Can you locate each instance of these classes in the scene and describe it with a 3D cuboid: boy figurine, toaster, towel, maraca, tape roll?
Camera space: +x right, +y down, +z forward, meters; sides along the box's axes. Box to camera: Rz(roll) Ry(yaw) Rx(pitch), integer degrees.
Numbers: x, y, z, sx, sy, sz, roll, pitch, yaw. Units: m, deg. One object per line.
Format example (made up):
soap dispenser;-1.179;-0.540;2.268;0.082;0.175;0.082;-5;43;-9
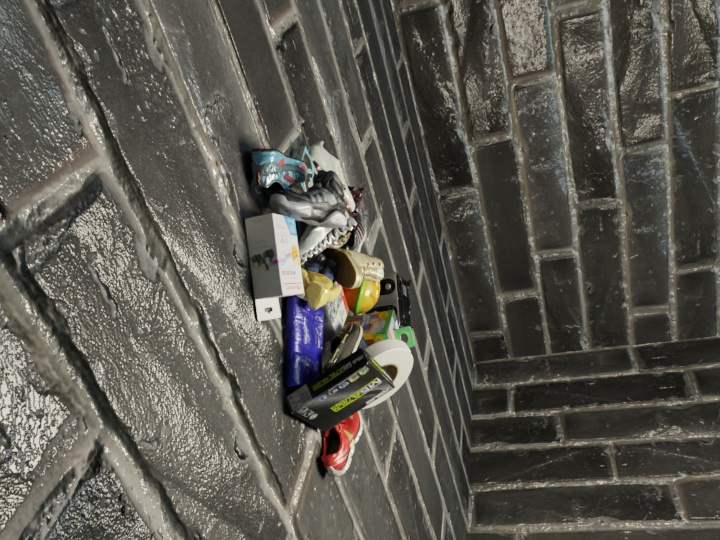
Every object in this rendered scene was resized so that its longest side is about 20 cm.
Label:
boy figurine;-0.100;0.025;1.421;0.065;0.123;0.201;-58;-172;18
toaster;0.096;0.109;1.999;0.200;0.116;0.185;32;52;-67
towel;-0.120;0.167;1.379;0.148;0.048;0.205;42;43;-66
maraca;0.004;0.041;1.746;0.201;0.105;0.139;-77;-177;-60
tape roll;0.040;0.255;1.520;0.037;0.201;0.204;50;-5;38

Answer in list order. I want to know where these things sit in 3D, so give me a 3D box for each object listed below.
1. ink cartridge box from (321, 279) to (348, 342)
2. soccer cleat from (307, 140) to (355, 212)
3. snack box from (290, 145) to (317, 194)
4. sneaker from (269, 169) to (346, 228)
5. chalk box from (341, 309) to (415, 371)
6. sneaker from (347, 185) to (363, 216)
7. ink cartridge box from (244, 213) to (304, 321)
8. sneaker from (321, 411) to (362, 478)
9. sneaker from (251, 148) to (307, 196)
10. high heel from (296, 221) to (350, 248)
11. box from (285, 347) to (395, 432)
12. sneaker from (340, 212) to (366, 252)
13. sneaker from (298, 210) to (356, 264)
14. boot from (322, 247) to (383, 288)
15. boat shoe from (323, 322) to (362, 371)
ink cartridge box;-0.070;0.077;1.581;0.201;0.049;0.111;-68;146;-57
soccer cleat;-0.066;-0.242;1.612;0.078;0.069;0.201;-47;113;-24
snack box;-0.125;-0.191;1.549;0.202;0.036;0.118;66;24;-43
sneaker;-0.107;-0.164;1.334;0.197;0.075;0.117;14;78;-42
chalk box;0.042;0.192;1.643;0.124;0.196;0.127;-65;142;-61
sneaker;-0.051;-0.234;1.681;0.076;0.113;0.204;-64;142;-62
ink cartridge box;-0.170;-0.006;1.262;0.115;0.066;0.205;-1;84;-73
sneaker;-0.047;0.386;1.477;0.202;0.075;0.086;-77;148;-51
sneaker;-0.181;-0.200;1.344;0.199;0.078;0.098;5;91;-67
high heel;-0.091;-0.123;1.507;0.199;0.070;0.146;-23;109;-51
box;-0.039;0.265;1.357;0.048;0.198;0.194;59;3;34
sneaker;-0.031;-0.102;1.754;0.088;0.072;0.203;71;24;-50
sneaker;-0.102;-0.080;1.416;0.199;0.075;0.082;-37;95;-26
boot;0.000;0.000;1.569;0.200;0.153;0.074;40;-69;58
boat shoe;-0.041;0.180;1.460;0.060;0.072;0.202;30;29;-8
